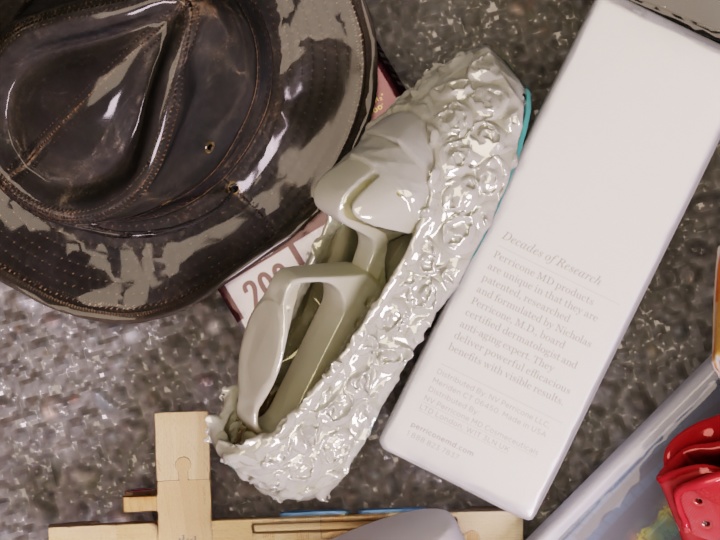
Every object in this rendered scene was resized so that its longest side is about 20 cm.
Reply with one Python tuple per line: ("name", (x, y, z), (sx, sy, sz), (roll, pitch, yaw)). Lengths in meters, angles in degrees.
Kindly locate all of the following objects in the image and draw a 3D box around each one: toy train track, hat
("toy train track", (-0.031, 0.115, 1.136), (0.199, 0.033, 0.115), (-2, 92, -3))
("hat", (-0.096, -0.076, 1.050), (0.200, 0.081, 0.201), (0, 93, 8))

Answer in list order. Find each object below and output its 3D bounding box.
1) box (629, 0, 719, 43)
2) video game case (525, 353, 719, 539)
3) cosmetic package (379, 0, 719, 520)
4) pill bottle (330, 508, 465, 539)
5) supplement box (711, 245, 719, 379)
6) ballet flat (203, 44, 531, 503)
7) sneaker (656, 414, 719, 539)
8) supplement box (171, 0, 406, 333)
("box", (0.156, -0.197, 1.104), (0.160, 0.044, 0.200), (23, 93, 3))
("video game case", (0.189, 0.121, 1.114), (0.182, 0.023, 0.200), (44, 95, -3))
("cosmetic package", (0.084, -0.007, 1.087), (0.071, 0.101, 0.200), (27, 93, 4))
("pill bottle", (0.034, 0.206, 1.079), (0.113, 0.113, 0.200), (-23, 99, 5))
("supplement box", (0.238, 0.014, 1.020), (0.200, 0.067, 0.069), (-11, 47, 19))
("ballet flat", (0.000, 0.000, 1.043), (0.072, 0.072, 0.200), (26, 96, 3))
("sneaker", (0.138, 0.126, 1.048), (0.115, 0.078, 0.200), (36, 103, -16))
("supplement box", (-0.048, -0.083, 1.115), (0.109, 0.061, 0.200), (-31, 89, 6))
